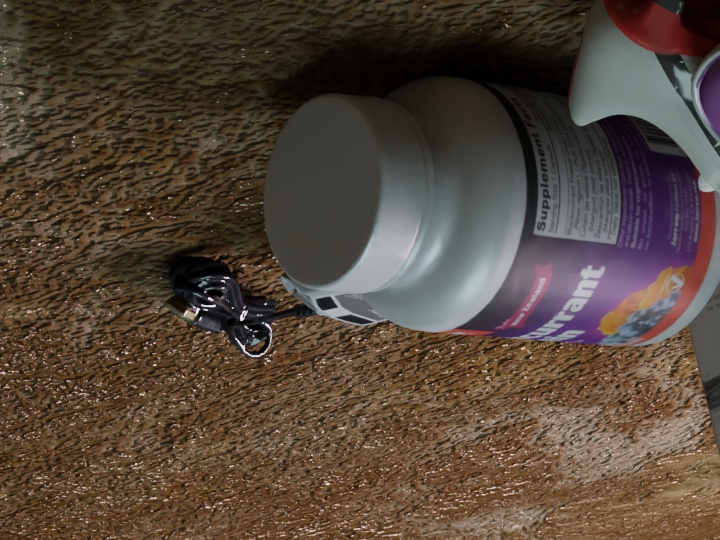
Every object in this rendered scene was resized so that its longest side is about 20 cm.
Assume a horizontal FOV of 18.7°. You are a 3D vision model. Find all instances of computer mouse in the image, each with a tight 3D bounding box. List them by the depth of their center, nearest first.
[{"bbox_3d":[0.000,0.000,1.133,0.199,0.044,0.110,-12,158,23],"label":"computer mouse"}]

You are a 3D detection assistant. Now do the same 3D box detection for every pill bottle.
[{"bbox_3d":[0.060,-0.026,0.969,0.199,0.112,0.111,5,157,-38],"label":"pill bottle"}]

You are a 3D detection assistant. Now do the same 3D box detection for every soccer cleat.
[{"bbox_3d":[0.179,-0.058,0.887,0.199,0.069,0.085,23,130,-6],"label":"soccer cleat"}]

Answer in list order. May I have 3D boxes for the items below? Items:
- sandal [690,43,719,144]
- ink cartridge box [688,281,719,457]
[{"bbox_3d":[0.209,-0.020,0.810,0.050,0.202,0.083,-49,171,-44],"label":"sandal"},{"bbox_3d":[0.254,0.040,1.126,0.145,0.201,0.085,-25,157,40],"label":"ink cartridge box"}]
